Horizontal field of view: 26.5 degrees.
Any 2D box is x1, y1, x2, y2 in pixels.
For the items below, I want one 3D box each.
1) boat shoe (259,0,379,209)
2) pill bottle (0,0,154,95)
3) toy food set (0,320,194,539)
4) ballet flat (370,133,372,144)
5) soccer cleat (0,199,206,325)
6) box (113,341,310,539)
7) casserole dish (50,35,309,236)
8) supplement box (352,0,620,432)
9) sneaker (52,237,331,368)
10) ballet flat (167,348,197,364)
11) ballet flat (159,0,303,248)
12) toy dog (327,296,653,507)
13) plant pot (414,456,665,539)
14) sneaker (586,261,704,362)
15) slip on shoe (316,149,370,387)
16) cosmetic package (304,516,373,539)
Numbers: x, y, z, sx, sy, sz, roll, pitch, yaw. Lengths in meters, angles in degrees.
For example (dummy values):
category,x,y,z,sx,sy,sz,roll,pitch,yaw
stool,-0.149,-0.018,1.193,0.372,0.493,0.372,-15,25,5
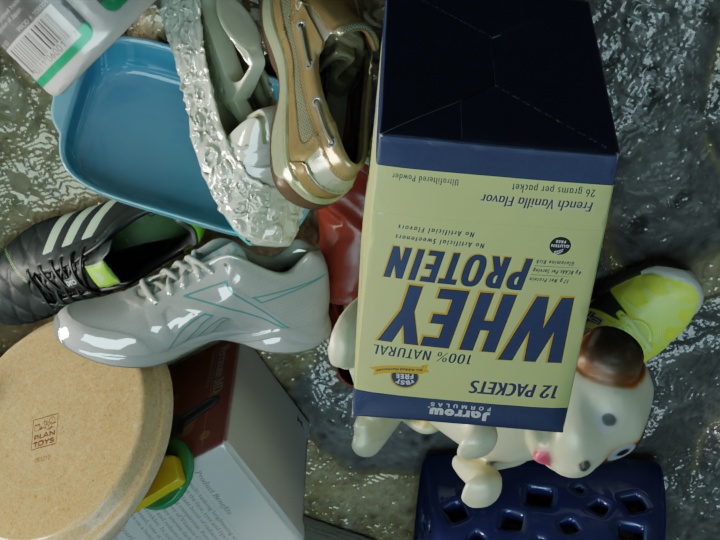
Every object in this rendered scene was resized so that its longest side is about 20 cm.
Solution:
category,x,y,z,sx,sy,sz,roll,pitch,yaw
boat shoe,-0.016,-0.141,0.979,0.071,0.201,0.076,9,156,-34
pill bottle,-0.227,-0.219,0.972,0.113,0.113,0.200,-39,104,20
toy food set,-0.214,0.125,1.097,0.200,0.198,0.049,-30,143,13
ballet flat,0.067,-0.127,1.054,0.069,0.070,0.200,27,116,-14
soccer cleat,-0.198,-0.009,1.113,0.200,0.081,0.068,-27,116,15
box,-0.150,0.166,1.170,0.200,0.152,0.106,-29,115,15
casserole dish,-0.116,-0.087,1.062,0.199,0.122,0.039,16,161,-8
supplement box,0.070,-0.042,0.953,0.134,0.200,0.200,5,125,-1
sneaker,-0.116,0.016,1.070,0.200,0.070,0.080,-7,122,-19
ballet flat,-0.181,0.061,1.163,0.200,0.062,0.067,-33,116,18
ballet flat,-0.081,-0.113,1.011,0.072,0.072,0.201,-22,84,12
toy dog,0.108,0.079,1.078,0.200,0.194,0.140,19,133,29
plant pot,0.143,0.277,1.207,0.199,0.180,0.201,1,119,-1
sneaker,0.175,0.069,1.157,0.200,0.076,0.075,-36,112,17
slip on shoe,0.000,0.000,1.121,0.074,0.061,0.201,7,122,21
cosmetic package,-0.071,0.306,1.290,0.113,0.081,0.200,23,116,-12
